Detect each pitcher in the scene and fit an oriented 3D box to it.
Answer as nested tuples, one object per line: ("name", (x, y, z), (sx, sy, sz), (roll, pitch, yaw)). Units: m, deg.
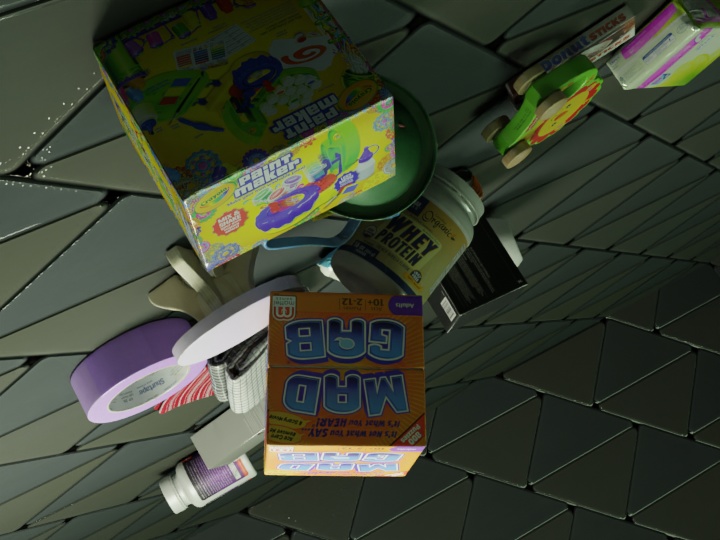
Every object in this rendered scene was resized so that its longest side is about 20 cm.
("pitcher", (0.194, -0.022, 2.087), (0.199, 0.122, 0.172), (-23, -176, 8))

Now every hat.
("hat", (-0.025, -0.135, 1.193), (0.166, 0.199, 0.176), (-66, 173, 12))

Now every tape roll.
("tape roll", (-0.337, 0.154, 1.712), (0.200, 0.066, 0.200), (-29, 164, -9))

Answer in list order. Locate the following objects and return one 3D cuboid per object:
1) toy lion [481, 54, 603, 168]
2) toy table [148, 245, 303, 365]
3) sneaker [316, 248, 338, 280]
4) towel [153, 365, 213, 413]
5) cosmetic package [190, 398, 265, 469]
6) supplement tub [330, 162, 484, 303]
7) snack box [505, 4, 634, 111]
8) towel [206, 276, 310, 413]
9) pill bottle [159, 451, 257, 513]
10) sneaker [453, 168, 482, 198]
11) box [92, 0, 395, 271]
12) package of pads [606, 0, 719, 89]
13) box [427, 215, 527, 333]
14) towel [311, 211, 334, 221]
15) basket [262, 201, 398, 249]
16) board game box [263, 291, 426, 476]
("toy lion", (0.276, -0.238, 1.591), (0.191, 0.069, 0.200), (-32, 167, -26))
("toy table", (-0.188, 0.029, 1.522), (0.200, 0.117, 0.184), (-31, 164, 1))
("sneaker", (0.000, 0.000, 1.833), (0.076, 0.081, 0.200), (-35, 162, 20))
("towel", (-0.266, 0.198, 2.042), (0.200, 0.023, 0.145), (-15, 156, -44))
("cosmetic package", (-0.243, 0.326, 2.343), (0.200, 0.090, 0.107), (-39, 165, 15))
("supplement tub", (0.069, -0.043, 1.582), (0.200, 0.144, 0.144), (-52, 168, -14))
("snack box", (0.297, -0.299, 1.587), (0.200, 0.024, 0.072), (-33, 165, 6))
("towel", (-0.163, 0.116, 1.797), (0.200, 0.085, 0.166), (-50, 163, -23))
("pill bottle", (-0.341, 0.456, 2.498), (0.199, 0.112, 0.111), (-29, 164, -7))
("sneaker", (0.102, -0.096, 1.755), (0.200, 0.076, 0.092), (-15, 162, -41))
("box", (-0.101, -0.143, 1.009), (0.199, 0.193, 0.122), (-27, 152, -12))
("package of pads", (0.489, -0.349, 1.708), (0.200, 0.068, 0.154), (-14, 158, -47))
("box", (0.157, -0.019, 1.840), (0.141, 0.200, 0.079), (-23, 162, -22))
("towel", (0.019, -0.130, 1.606), (0.199, 0.018, 0.086), (-24, 158, -23))
("basket", (-0.025, -0.106, 1.372), (0.176, 0.139, 0.200), (-8, 142, -55))
("board game box", (-0.026, 0.156, 1.491), (0.199, 0.201, 0.200), (1, 159, -5))
